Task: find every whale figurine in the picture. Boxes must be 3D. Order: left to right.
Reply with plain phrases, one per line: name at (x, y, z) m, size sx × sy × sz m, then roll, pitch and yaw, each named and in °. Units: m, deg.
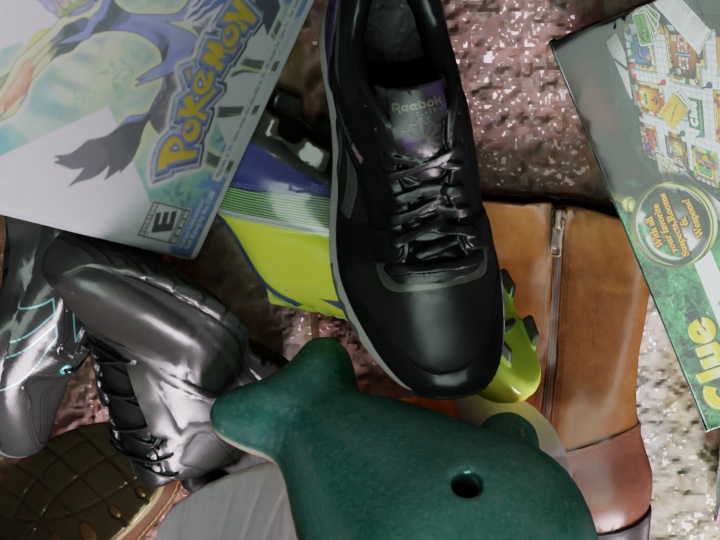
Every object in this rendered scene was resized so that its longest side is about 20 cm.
whale figurine at (0.018, 0.098, 0.834) m, size 0.158 × 0.200 × 0.104 m, roll -29°, pitch 149°, yaw -25°

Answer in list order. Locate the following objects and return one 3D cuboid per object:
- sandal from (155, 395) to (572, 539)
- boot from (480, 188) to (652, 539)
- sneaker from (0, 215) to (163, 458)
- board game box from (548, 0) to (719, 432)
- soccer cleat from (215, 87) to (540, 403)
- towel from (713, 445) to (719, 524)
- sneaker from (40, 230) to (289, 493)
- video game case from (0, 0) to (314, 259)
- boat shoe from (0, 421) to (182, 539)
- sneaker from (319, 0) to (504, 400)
sandal at (0.001, 0.113, 0.926) m, size 0.205 × 0.059 × 0.080 m, roll -15°, pitch 74°, yaw 7°
boot at (0.055, 0.059, 0.949) m, size 0.187 × 0.069 × 0.202 m, roll 4°, pitch 113°, yaw 18°
sneaker at (-0.142, 0.013, 0.936) m, size 0.079 × 0.076 × 0.201 m, roll 13°, pitch 119°, yaw -4°
board game box at (0.171, -0.032, 0.869) m, size 0.104 × 0.023 × 0.201 m, roll -20°, pitch 102°, yaw 15°
soccer cleat at (0.000, 0.000, 0.904) m, size 0.200 × 0.065 × 0.084 m, roll 41°, pitch 116°, yaw 4°
towel at (0.284, 0.076, 0.954) m, size 0.198 × 0.030 × 0.147 m, roll 4°, pitch 119°, yaw 3°
sneaker at (-0.091, 0.053, 0.900) m, size 0.091 × 0.076 × 0.200 m, roll -53°, pitch 137°, yaw -8°
video game case at (-0.094, -0.111, 0.797) m, size 0.182 × 0.022 × 0.201 m, roll 14°, pitch 105°, yaw -51°
boat shoe at (-0.163, 0.145, 1.019) m, size 0.200 × 0.072 × 0.067 m, roll -39°, pitch 151°, yaw 26°
sneaker at (0.018, -0.044, 0.823) m, size 0.075 × 0.088 × 0.202 m, roll -12°, pitch 80°, yaw -4°
